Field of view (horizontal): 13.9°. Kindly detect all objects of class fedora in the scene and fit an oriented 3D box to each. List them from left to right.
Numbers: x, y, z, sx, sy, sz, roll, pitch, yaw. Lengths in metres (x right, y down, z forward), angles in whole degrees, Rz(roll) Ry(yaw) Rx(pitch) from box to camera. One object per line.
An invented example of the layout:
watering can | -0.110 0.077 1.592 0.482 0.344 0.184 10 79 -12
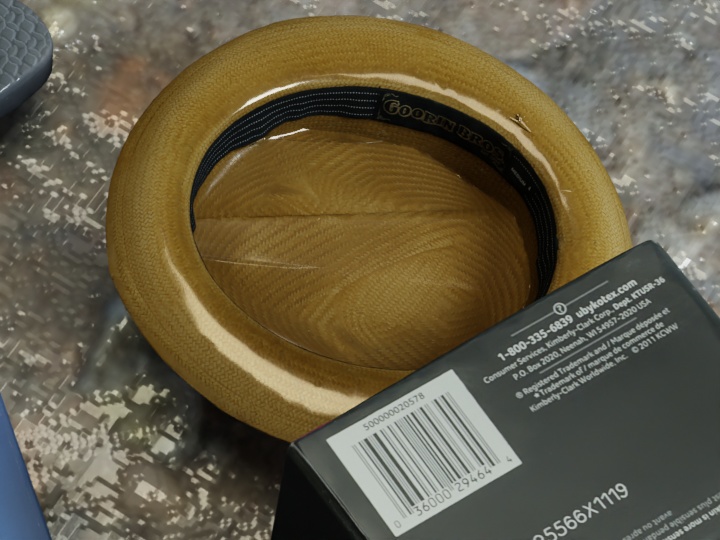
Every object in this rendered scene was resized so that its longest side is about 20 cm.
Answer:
fedora | 0.000 0.000 1.105 0.199 0.082 0.202 6 60 -10

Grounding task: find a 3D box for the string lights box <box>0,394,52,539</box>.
string lights box | -0.148 0.084 1.025 0.059 0.103 0.201 -15 63 -17

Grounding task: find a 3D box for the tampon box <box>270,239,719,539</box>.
tampon box | 0.059 0.115 0.979 0.149 0.200 0.126 -28 68 -22

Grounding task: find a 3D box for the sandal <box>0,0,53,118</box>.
sandal | -0.212 -0.051 1.134 0.199 0.043 0.076 -27 60 -10
